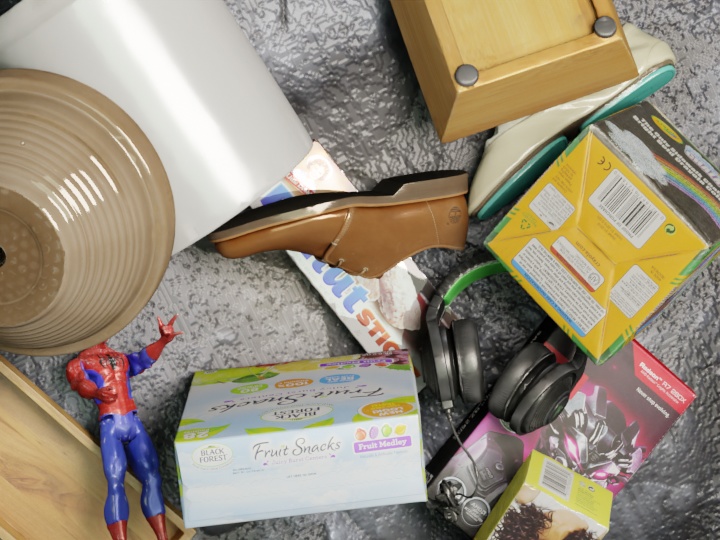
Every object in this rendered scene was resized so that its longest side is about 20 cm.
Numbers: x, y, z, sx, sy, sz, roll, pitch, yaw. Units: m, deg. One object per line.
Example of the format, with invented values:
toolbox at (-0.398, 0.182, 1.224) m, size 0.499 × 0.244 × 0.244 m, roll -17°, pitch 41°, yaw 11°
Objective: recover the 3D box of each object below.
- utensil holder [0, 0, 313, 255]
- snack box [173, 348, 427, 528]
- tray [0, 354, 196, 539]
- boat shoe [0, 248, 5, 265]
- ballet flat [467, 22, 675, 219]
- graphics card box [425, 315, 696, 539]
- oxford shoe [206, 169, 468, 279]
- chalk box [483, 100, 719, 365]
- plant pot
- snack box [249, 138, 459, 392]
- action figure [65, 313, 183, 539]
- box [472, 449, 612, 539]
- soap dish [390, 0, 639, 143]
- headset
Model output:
utensil holder at (-0.151, -0.127, 1.384) m, size 0.169 × 0.170 × 0.201 m, roll -35°, pitch 100°, yaw -4°
snack box at (-0.040, 0.115, 1.391) m, size 0.167 × 0.200 × 0.068 m, roll -7°, pitch 102°, yaw 0°
tray at (-0.229, 0.164, 1.464) m, size 0.200 × 0.037 × 0.099 m, roll 42°, pitch 88°, yaw -9°
boat shoe at (-0.286, 0.024, 1.429) m, size 0.201 × 0.071 × 0.076 m, roll -59°, pitch 144°, yaw -15°
ballet flat at (0.147, -0.118, 1.486) m, size 0.199 × 0.069 × 0.070 m, roll -36°, pitch 99°, yaw -6°
graphics card box at (0.148, 0.130, 1.508) m, size 0.125 × 0.051 × 0.200 m, roll 40°, pitch 89°, yaw -10°
oxford shoe at (-0.013, -0.025, 1.437) m, size 0.198 × 0.071 × 0.072 m, roll -8°, pitch 101°, yaw -9°
chalk box at (0.199, -0.035, 1.438) m, size 0.125 × 0.200 × 0.124 m, roll 46°, pitch 114°, yaw 10°
plant pot at (-0.230, -0.025, 1.300) m, size 0.199 × 0.093 × 0.203 m, roll 4°, pitch 113°, yaw 9°
snack box at (0.000, 0.000, 1.488) m, size 0.072 × 0.024 × 0.200 m, roll -39°, pitch 99°, yaw -2°
action figure at (-0.162, 0.112, 1.418) m, size 0.065 × 0.099 × 0.201 m, roll -6°, pitch 68°, yaw -33°
box at (0.108, 0.232, 1.463) m, size 0.075 × 0.050 × 0.201 m, roll 27°, pitch 120°, yaw -2°
soap dish at (0.100, -0.213, 1.430) m, size 0.156 × 0.081 × 0.202 m, roll -18°, pitch 79°, yaw -4°
headset at (0.098, 0.085, 1.456) m, size 0.123 × 0.094 × 0.201 m, roll 17°, pitch 68°, yaw 13°
